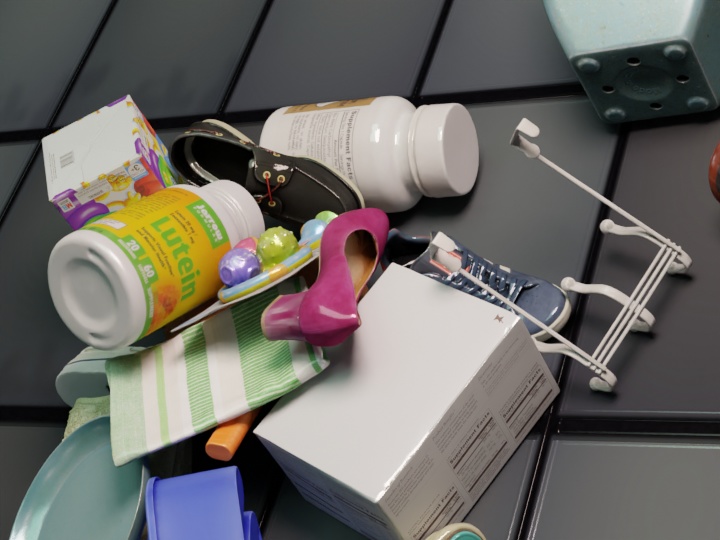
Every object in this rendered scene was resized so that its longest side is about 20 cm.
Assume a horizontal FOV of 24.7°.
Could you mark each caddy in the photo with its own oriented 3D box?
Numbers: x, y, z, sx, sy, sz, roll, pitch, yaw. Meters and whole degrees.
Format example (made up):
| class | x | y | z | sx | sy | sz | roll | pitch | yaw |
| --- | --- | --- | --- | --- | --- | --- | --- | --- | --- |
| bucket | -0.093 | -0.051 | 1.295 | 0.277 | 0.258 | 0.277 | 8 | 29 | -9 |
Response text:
| class | x | y | z | sx | sy | sz | roll | pitch | yaw |
| --- | --- | --- | --- | --- | --- | --- | --- | --- | --- |
| caddy | -0.132 | 0.257 | 1.348 | 0.104 | 0.142 | 0.201 | -13 | 44 | 0 |

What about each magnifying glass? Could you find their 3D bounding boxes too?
| class | x | y | z | sx | sy | sz | roll | pitch | yaw |
| --- | --- | --- | --- | --- | --- | --- | --- | --- | --- |
| magnifying glass | -0.084 | 0.093 | 1.445 | 0.079 | 0.023 | 0.200 | 8 | 38 | 19 |

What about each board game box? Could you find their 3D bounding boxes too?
| class | x | y | z | sx | sy | sz | roll | pitch | yaw |
| --- | --- | --- | --- | --- | --- | --- | --- | --- | --- |
| board game box | -0.220 | -0.056 | 1.645 | 0.103 | 0.200 | 0.105 | -26 | 42 | 6 |

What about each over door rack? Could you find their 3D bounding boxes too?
| class | x | y | z | sx | sy | sz | roll | pitch | yaw |
| --- | --- | --- | --- | --- | --- | --- | --- | --- | --- |
| over door rack | 0.169 | -0.011 | 1.414 | 0.148 | 0.200 | 0.067 | -54 | 6 | -21 |

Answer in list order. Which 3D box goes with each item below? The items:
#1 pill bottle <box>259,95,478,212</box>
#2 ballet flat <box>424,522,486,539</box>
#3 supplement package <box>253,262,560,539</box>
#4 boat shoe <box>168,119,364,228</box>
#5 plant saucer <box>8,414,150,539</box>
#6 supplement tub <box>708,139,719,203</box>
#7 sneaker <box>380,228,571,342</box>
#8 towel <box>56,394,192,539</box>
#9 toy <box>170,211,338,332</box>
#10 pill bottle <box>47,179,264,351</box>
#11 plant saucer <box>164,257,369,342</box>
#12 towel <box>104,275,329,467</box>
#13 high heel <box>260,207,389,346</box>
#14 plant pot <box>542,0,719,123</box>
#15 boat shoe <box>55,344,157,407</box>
| class | x | y | z | sx | sy | sz | roll | pitch | yaw |
| --- | --- | --- | --- | --- | --- | --- | --- | --- | --- |
| pill bottle | 0.010 | -0.113 | 1.628 | 0.199 | 0.115 | 0.115 | -3 | 50 | 28 |
| ballet flat | 0.029 | 0.283 | 1.305 | 0.069 | 0.070 | 0.200 | 23 | 64 | 42 |
| supplement package | 0.040 | 0.120 | 1.403 | 0.155 | 0.111 | 0.200 | 23 | 65 | 42 |
| boat shoe | -0.092 | -0.084 | 1.589 | 0.200 | 0.074 | 0.063 | 25 | 27 | 15 |
| plant saucer | -0.244 | 0.224 | 1.443 | 0.200 | 0.027 | 0.201 | -31 | 43 | 34 |
| supplement tub | 0.383 | -0.049 | 1.360 | 0.107 | 0.107 | 0.200 | -34 | 43 | -2 |
| sneaker | 0.095 | 0.010 | 1.489 | 0.199 | 0.085 | 0.075 | 13 | 59 | 37 |
| towel | -0.219 | 0.199 | 1.509 | 0.148 | 0.036 | 0.201 | -15 | 57 | 25 |
| toy | -0.082 | -0.013 | 1.483 | 0.115 | 0.047 | 0.200 | -24 | 3 | 38 |
| pill bottle | -0.180 | -0.013 | 1.508 | 0.111 | 0.112 | 0.200 | 9 | 26 | 35 |
| plant saucer | -0.088 | 0.039 | 1.557 | 0.199 | 0.032 | 0.201 | -4 | 36 | 3 |
| towel | -0.128 | 0.084 | 1.436 | 0.199 | 0.023 | 0.153 | -23 | 32 | 3 |
| high heel | 0.000 | 0.000 | 1.409 | 0.095 | 0.068 | 0.200 | -4 | 22 | 34 |
| plant pot | 0.274 | -0.255 | 1.559 | 0.195 | 0.196 | 0.201 | -5 | 59 | 26 |
| boat shoe | -0.195 | 0.099 | 1.590 | 0.199 | 0.071 | 0.070 | -2 | 35 | 24 |
